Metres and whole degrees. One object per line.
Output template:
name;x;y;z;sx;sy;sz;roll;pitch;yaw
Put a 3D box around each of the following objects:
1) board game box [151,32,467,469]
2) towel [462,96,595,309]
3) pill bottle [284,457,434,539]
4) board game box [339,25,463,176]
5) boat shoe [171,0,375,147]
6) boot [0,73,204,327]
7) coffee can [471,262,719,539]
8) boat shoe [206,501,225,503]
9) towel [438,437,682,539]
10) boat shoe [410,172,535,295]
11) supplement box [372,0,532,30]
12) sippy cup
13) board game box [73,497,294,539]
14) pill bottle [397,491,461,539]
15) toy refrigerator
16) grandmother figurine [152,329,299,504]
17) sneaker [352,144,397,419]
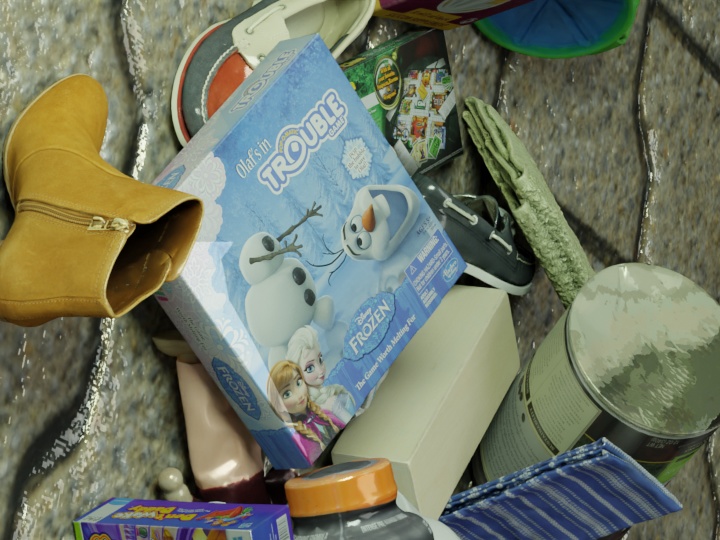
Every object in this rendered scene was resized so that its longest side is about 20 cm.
board game box;-0.041;-0.013;1.613;0.200;0.043;0.200;55;53;-23
towel;0.144;-0.036;1.972;0.201;0.036;0.149;58;6;-38
pill bottle;0.006;0.224;1.601;0.106;0.106;0.202;-16;94;-58
board game box;0.016;-0.110;1.843;0.200;0.023;0.106;-31;117;-56
boat shoe;-0.058;-0.142;1.682;0.200;0.062;0.072;-48;131;-47
boot;-0.147;-0.041;1.451;0.202;0.143;0.071;-62;139;-39
coffee can;0.186;0.108;1.910;0.147;0.146;0.200;-63;-178;-38
boat shoe;-0.080;0.248;1.598;0.073;0.067;0.201;-19;116;-18
towel;0.123;0.188;1.858;0.145;0.199;0.024;38;35;-52
boat shoe;0.086;-0.028;1.892;0.061;0.075;0.200;-61;153;8
supplement box;0.104;-0.254;1.809;0.131;0.199;0.104;3;73;-58
sippy cup;0.155;-0.260;1.988;0.178;0.138;0.131;86;9;-57
board game box;-0.095;0.243;1.540;0.045;0.134;0.202;-28;112;-55
pill bottle;0.043;0.242;1.748;0.200;0.115;0.116;51;47;-37
toy refrigerator;0.048;0.100;1.842;0.200;0.069;0.076;-58;145;-45
grandmother figurine;-0.085;0.134;1.641;0.120;0.060;0.202;-11;103;-31
sneaker;0.000;0.000;1.764;0.087;0.074;0.202;-28;129;-63
